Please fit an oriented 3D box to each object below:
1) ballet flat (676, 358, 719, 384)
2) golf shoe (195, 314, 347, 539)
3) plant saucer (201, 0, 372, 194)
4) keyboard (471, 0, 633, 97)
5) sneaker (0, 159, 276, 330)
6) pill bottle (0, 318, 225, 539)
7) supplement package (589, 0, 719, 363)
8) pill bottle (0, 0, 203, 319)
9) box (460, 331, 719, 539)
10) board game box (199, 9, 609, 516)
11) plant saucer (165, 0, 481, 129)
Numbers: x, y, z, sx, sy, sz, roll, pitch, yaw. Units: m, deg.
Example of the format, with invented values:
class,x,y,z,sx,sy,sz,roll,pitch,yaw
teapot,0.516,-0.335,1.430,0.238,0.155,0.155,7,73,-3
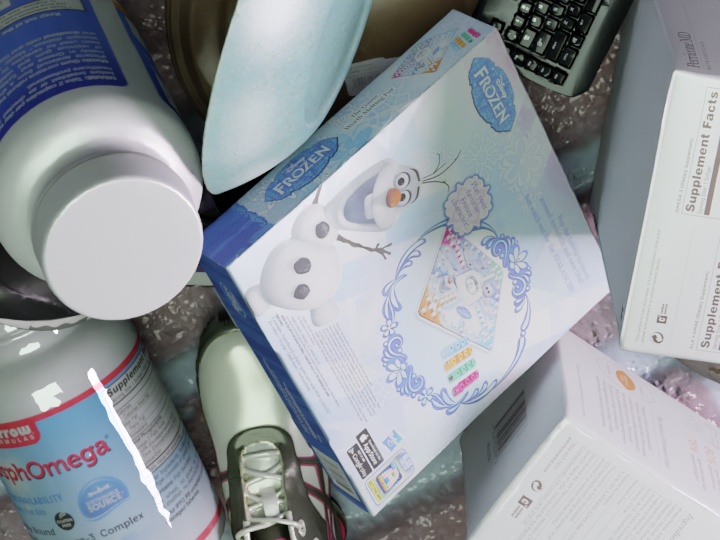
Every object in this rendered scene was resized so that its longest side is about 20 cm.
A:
class,x,y,z,sx,sy,sz,roll,pitch,yaw
ballet flat,0.266,0.045,1.696,0.199,0.047,0.068,14,144,-1
golf shoe,-0.047,0.121,1.702,0.077,0.088,0.201,-12,112,7
plant saucer,-0.026,-0.128,1.497,0.039,0.201,0.202,19,113,8
keyboard,0.115,-0.200,1.559,0.104,0.040,0.201,25,99,6
sneaker,-0.121,-0.029,1.593,0.199,0.076,0.088,-14,161,-30
pill bottle,-0.162,0.086,1.673,0.108,0.109,0.201,-22,112,9
supplement package,0.194,-0.061,1.559,0.110,0.200,0.157,7,113,-4
pill bottle,-0.145,-0.061,1.506,0.111,0.200,0.113,-9,124,-14
box,0.166,0.141,1.682,0.199,0.125,0.098,32,110,-13
board game box,0.028,-0.003,1.591,0.199,0.043,0.200,-41,129,-16
plant saucer,-0.009,-0.137,1.620,0.199,0.030,0.201,0,114,-1
